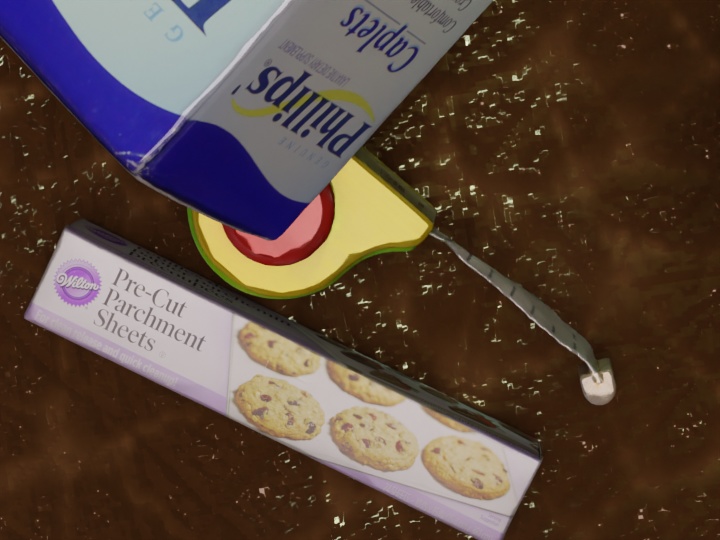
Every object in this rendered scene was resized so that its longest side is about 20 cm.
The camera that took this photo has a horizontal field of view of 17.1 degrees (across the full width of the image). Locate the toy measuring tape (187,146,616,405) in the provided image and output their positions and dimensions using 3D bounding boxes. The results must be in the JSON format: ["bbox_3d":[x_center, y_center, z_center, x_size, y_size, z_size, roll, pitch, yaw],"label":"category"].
[{"bbox_3d":[0.000,0.000,0.880,0.200,0.074,0.074,40,99,-3],"label":"toy measuring tape"}]

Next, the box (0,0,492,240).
[{"bbox_3d":[-0.043,-0.148,0.809,0.200,0.105,0.184,-48,67,9],"label":"box"}]

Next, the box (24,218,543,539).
[{"bbox_3d":[-0.028,0.042,0.902,0.200,0.039,0.041,27,98,-1],"label":"box"}]
